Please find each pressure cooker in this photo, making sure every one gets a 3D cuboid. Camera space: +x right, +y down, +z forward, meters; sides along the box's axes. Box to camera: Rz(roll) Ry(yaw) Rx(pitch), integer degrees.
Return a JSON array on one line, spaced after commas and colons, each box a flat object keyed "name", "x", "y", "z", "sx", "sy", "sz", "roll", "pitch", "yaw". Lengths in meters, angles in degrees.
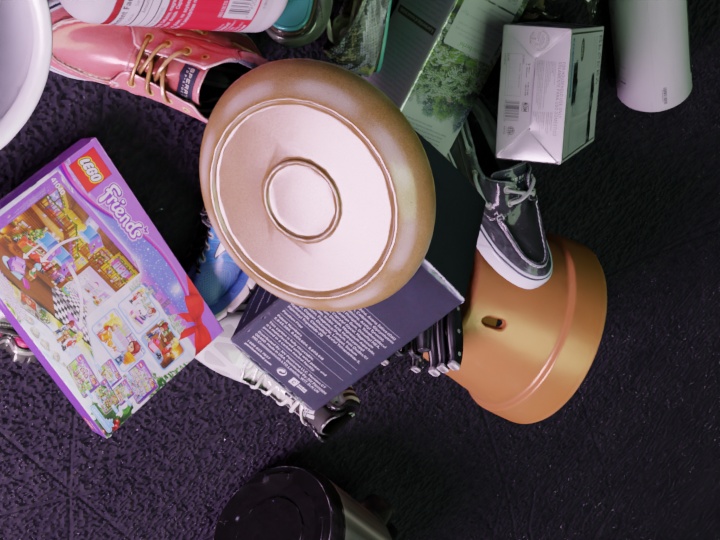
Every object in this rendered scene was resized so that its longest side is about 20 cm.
[{"name": "pressure cooker", "x": -0.047, "y": 0.324, "z": 1.190, "sx": 0.173, "sy": 0.181, "sz": 0.200, "roll": -22, "pitch": 138, "yaw": 20}]

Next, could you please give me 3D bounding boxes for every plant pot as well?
[{"name": "plant pot", "x": -0.040, "y": -0.056, "z": 0.817, "sx": 0.028, "sy": 0.197, "sz": 0.203, "roll": -48, "pitch": 152, "yaw": -57}, {"name": "plant pot", "x": 0.140, "y": 0.041, "z": 1.133, "sx": 0.138, "sy": 0.200, "sz": 0.202, "roll": 22, "pitch": 106, "yaw": -25}]

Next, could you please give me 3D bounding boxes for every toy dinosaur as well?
[{"name": "toy dinosaur", "x": 0.171, "y": -0.267, "z": 0.967, "sx": 0.200, "sy": 0.087, "sz": 0.048, "roll": 68, "pitch": 39, "yaw": -67}]

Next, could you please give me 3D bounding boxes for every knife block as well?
[{"name": "knife block", "x": 0.065, "y": -0.010, "z": 1.043, "sx": 0.063, "sy": 0.176, "sz": 0.202, "roll": 16, "pitch": 109, "yaw": -41}]

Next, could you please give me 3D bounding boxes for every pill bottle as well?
[{"name": "pill bottle", "x": -0.154, "y": -0.234, "z": 0.783, "sx": 0.197, "sy": 0.112, "sz": 0.114, "roll": -4, "pitch": 121, "yaw": -33}]

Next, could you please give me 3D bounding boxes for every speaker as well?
[{"name": "speaker", "x": 0.290, "y": -0.265, "z": 1.099, "sx": 0.080, "sy": 0.081, "sz": 0.202, "roll": -31, "pitch": 131, "yaw": -14}]

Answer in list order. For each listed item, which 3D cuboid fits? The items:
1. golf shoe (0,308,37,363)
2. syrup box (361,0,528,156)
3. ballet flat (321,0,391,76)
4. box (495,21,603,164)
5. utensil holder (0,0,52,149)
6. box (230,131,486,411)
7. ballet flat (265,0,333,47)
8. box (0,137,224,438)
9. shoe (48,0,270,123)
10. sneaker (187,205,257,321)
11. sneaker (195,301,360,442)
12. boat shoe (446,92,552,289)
[{"name": "golf shoe", "x": -0.237, "y": 0.036, "z": 0.932, "sx": 0.198, "sy": 0.077, "sz": 0.089, "roll": 13, "pitch": 104, "yaw": -40}, {"name": "syrup box", "x": 0.063, "y": -0.186, "z": 0.989, "sx": 0.078, "sy": 0.082, "sz": 0.202, "roll": 14, "pitch": 112, "yaw": -39}, {"name": "ballet flat", "x": 0.006, "y": -0.264, "z": 0.912, "sx": 0.071, "sy": 0.072, "sz": 0.204, "roll": -2, "pitch": 119, "yaw": -34}, {"name": "box", "x": 0.178, "y": -0.169, "z": 1.006, "sx": 0.200, "sy": 0.059, "sz": 0.119, "roll": -30, "pitch": 125, "yaw": -67}, {"name": "utensil holder", "x": -0.298, "y": -0.172, "z": 0.663, "sx": 0.167, "sy": 0.200, "sz": 0.173, "roll": -18, "pitch": 128, "yaw": -25}, {"name": "box", "x": 0.000, "y": 0.000, "z": 0.940, "sx": 0.104, "sy": 0.149, "sz": 0.199, "roll": 41, "pitch": 127, "yaw": -16}, {"name": "ballet flat", "x": -0.042, "y": -0.279, "z": 0.867, "sx": 0.064, "sy": 0.066, "sz": 0.204, "roll": -23, "pitch": 124, "yaw": -81}, {"name": "box", "x": -0.217, "y": 0.014, "z": 0.887, "sx": 0.137, "sy": 0.039, "sz": 0.202, "roll": -42, "pitch": 115, "yaw": -25}, {"name": "shoe", "x": -0.155, "y": -0.164, "z": 0.843, "sx": 0.197, "sy": 0.091, "sz": 0.073, "roll": 2, "pitch": 118, "yaw": -36}, {"name": "sneaker", "x": -0.119, "y": -0.036, "z": 0.977, "sx": 0.089, "sy": 0.079, "sz": 0.201, "roll": 38, "pitch": 94, "yaw": -27}, {"name": "sneaker", "x": -0.072, "y": 0.101, "z": 1.061, "sx": 0.199, "sy": 0.115, "sz": 0.076, "roll": 23, "pitch": 106, "yaw": -42}, {"name": "boat shoe", "x": 0.136, "y": -0.080, "z": 1.040, "sx": 0.071, "sy": 0.203, "sz": 0.068, "roll": -23, "pitch": 175, "yaw": -33}]
